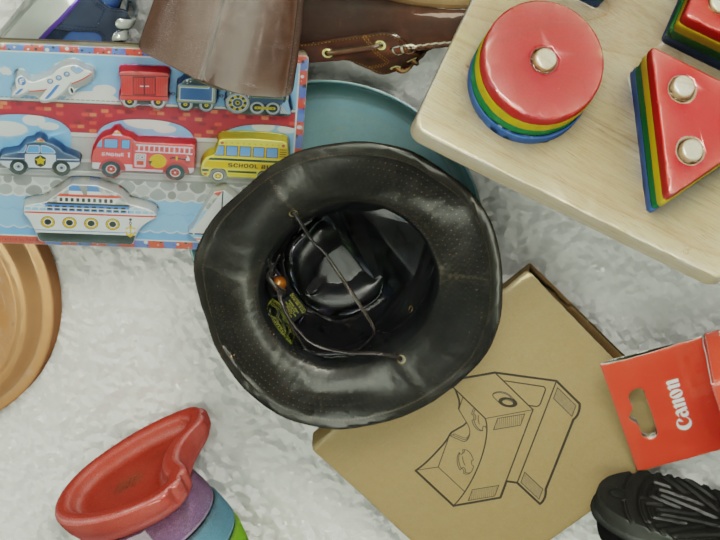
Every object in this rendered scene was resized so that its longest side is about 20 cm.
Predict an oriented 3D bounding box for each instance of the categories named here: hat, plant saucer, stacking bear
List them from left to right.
[{"bbox_3d":[-0.306,0.016,1.544,0.200,0.032,0.200,4,112,10],"label":"plant saucer"},{"bbox_3d":[-0.113,0.216,1.541,0.114,0.121,0.200,-24,112,18],"label":"stacking bear"},{"bbox_3d":[-0.016,-0.032,1.462,0.200,0.027,0.200,4,111,11],"label":"plant saucer"},{"bbox_3d":[0.000,0.000,1.412,0.200,0.081,0.201,5,111,12],"label":"hat"}]

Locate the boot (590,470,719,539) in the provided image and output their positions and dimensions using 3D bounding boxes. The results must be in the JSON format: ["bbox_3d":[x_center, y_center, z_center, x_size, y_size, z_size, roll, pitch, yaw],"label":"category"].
[{"bbox_3d":[0.227,0.235,1.475,0.211,0.079,0.158,22,114,-4],"label":"boot"}]

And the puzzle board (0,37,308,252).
[{"bbox_3d":[-0.136,-0.074,1.404,0.200,0.017,0.151,2,126,-4],"label":"puzzle board"}]

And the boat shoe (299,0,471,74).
[{"bbox_3d":[0.013,-0.157,1.386,0.200,0.070,0.070,6,117,18],"label":"boat shoe"}]

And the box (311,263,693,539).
[{"bbox_3d":[0.092,0.109,1.483,0.200,0.021,0.163,-39,108,23],"label":"box"}]

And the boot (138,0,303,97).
[{"bbox_3d":[-0.110,-0.204,1.307,0.186,0.064,0.200,18,116,5],"label":"boot"}]

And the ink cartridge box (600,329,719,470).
[{"bbox_3d":[0.261,0.084,1.402,0.200,0.050,0.109,-15,130,11],"label":"ink cartridge box"}]

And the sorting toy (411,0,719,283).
[{"bbox_3d":[0.162,-0.127,1.288,0.200,0.070,0.199,26,75,-2],"label":"sorting toy"}]

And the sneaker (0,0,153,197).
[{"bbox_3d":[-0.161,-0.121,1.440,0.146,0.081,0.200,38,108,-16],"label":"sneaker"}]
